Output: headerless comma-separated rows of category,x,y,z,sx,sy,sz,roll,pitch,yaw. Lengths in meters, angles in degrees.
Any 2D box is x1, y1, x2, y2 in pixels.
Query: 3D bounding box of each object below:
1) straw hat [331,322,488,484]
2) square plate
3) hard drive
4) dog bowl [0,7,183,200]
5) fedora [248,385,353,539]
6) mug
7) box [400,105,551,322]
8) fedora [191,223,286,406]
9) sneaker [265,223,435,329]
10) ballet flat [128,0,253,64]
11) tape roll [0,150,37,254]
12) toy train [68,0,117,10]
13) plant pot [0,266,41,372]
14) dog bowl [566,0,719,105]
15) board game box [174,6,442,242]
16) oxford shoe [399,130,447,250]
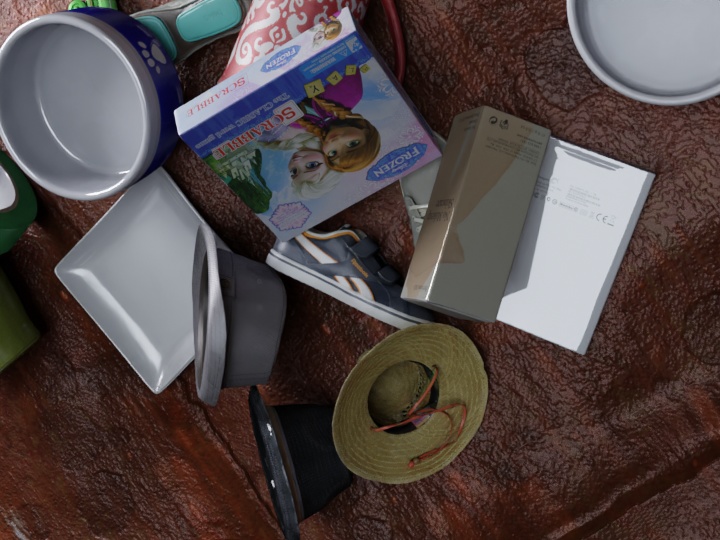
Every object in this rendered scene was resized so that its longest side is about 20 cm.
straw hat,0.037,0.129,1.208,0.085,0.200,0.202,40,114,52
square plate,-0.236,0.010,1.313,0.198,0.028,0.200,-43,85,19
hard drive,0.209,-0.029,1.166,0.131,0.026,0.201,22,105,13
dog bowl,-0.298,-0.183,1.220,0.199,0.079,0.202,8,113,19
fedora,-0.061,0.203,1.225,0.091,0.201,0.202,-15,95,-10
mug,-0.040,-0.262,1.176,0.133,0.177,0.201,32,106,48
box,0.114,-0.054,1.119,0.077,0.095,0.201,18,85,-15
fedora,-0.130,0.049,1.201,0.090,0.201,0.178,2,132,-14
sneaker,0.000,0.000,1.210,0.199,0.078,0.080,26,93,4
ballet flat,-0.197,-0.270,1.239,0.199,0.064,0.068,-13,111,24
tape roll,-0.469,-0.103,1.277,0.201,0.200,0.048,47,109,6
toy train,-0.300,-0.283,1.281,0.056,0.042,0.202,-10,96,9
plant pot,-0.493,0.052,1.329,0.200,0.200,0.193,-38,98,19
dog bowl,0.302,-0.260,1.072,0.199,0.079,0.202,3,100,18
board game box,-0.047,-0.136,1.113,0.199,0.200,0.041,-28,49,14
oxford shoe,0.082,-0.052,1.187,0.075,0.058,0.202,-9,95,20
